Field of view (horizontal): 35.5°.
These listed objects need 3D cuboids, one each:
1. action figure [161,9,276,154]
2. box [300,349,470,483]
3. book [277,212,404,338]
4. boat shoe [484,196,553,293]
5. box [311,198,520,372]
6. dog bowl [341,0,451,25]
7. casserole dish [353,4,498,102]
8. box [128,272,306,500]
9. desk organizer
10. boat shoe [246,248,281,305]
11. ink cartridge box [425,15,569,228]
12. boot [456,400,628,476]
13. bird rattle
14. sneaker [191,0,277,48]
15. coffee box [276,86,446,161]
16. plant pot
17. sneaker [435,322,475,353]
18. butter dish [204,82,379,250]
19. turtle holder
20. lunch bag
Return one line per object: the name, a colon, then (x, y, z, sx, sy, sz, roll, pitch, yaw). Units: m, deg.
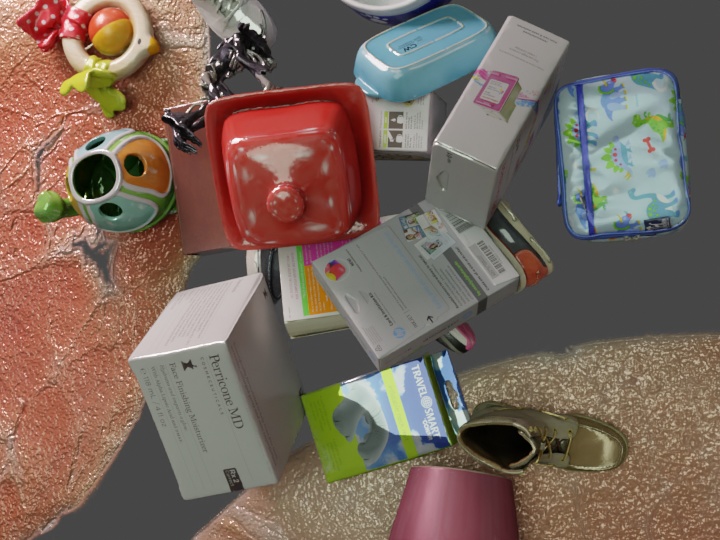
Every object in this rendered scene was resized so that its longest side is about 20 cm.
action figure: (-0.159, -0.231, 1.418, 0.102, 0.119, 0.200, 39, 72, -2)
box: (0.034, 0.188, 1.449, 0.198, 0.048, 0.123, -20, 85, 15)
book: (0.000, 0.000, 1.396, 0.198, 0.048, 0.135, -9, 61, 2)
boat shoe: (0.163, -0.064, 1.407, 0.062, 0.071, 0.201, -27, 71, -26)
box: (0.066, 0.007, 1.342, 0.199, 0.041, 0.156, -29, 63, -14)
dog bowl: (0.043, -0.417, 1.424, 0.198, 0.079, 0.202, -1, 86, 18)
casserole dish: (0.081, -0.273, 1.380, 0.199, 0.039, 0.121, -28, 44, -17)
box: (-0.168, 0.140, 1.398, 0.129, 0.200, 0.201, -13, 110, 14)
desk organizer: (-0.202, -0.123, 1.502, 0.076, 0.072, 0.202, -9, 88, 17)
boat shoe: (-0.091, -0.051, 1.467, 0.092, 0.075, 0.202, 2, 90, 22)
ink cartridge box: (0.160, -0.171, 1.326, 0.084, 0.145, 0.201, 27, 68, 13)
boot: (0.219, 0.208, 1.342, 0.198, 0.155, 0.073, 12, 93, 14)
bird rattle: (-0.364, -0.318, 1.552, 0.162, 0.113, 0.201, -30, 69, 2)
sneaker: (-0.202, -0.367, 1.479, 0.200, 0.116, 0.074, 43, 98, 10)
coffee box: (0.001, -0.185, 1.424, 0.198, 0.113, 0.081, 3, 90, 15)
plant pot: (0.114, 0.336, 1.364, 0.198, 0.200, 0.181, 4, 75, 15)
sneaker: (0.051, 0.065, 1.433, 0.199, 0.074, 0.088, 29, 99, 17)
butter dish: (-0.082, -0.101, 1.315, 0.198, 0.148, 0.201, -6, 114, 4)
turtle holder: (-0.340, -0.123, 1.506, 0.184, 0.132, 0.142, 10, 94, 17)
lunch bag: (0.313, -0.135, 1.357, 0.159, 0.082, 0.202, -4, 88, 18)
